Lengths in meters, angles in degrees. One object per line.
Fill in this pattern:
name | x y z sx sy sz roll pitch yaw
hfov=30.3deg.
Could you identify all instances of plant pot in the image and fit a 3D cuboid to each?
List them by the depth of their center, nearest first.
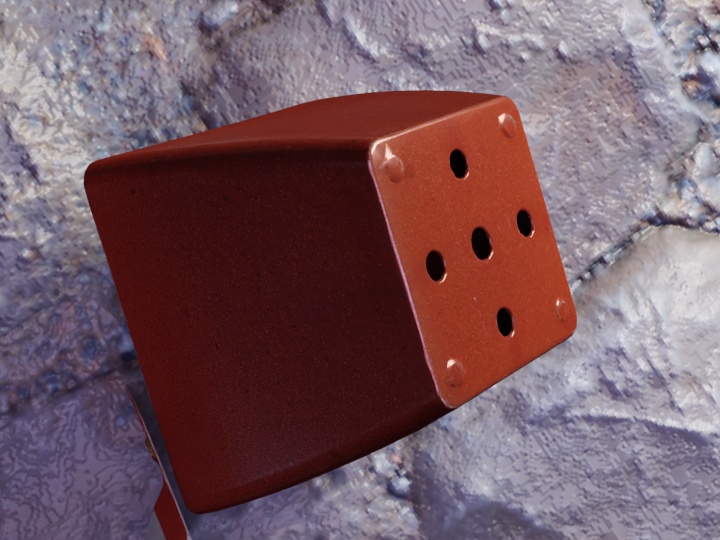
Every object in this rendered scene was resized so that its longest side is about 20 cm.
plant pot | 0.000 0.000 0.730 0.199 0.175 0.202 -23 98 -47

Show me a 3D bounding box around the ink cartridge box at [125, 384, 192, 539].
ink cartridge box | -0.112 0.176 0.773 0.057 0.162 0.202 -28 97 -11
